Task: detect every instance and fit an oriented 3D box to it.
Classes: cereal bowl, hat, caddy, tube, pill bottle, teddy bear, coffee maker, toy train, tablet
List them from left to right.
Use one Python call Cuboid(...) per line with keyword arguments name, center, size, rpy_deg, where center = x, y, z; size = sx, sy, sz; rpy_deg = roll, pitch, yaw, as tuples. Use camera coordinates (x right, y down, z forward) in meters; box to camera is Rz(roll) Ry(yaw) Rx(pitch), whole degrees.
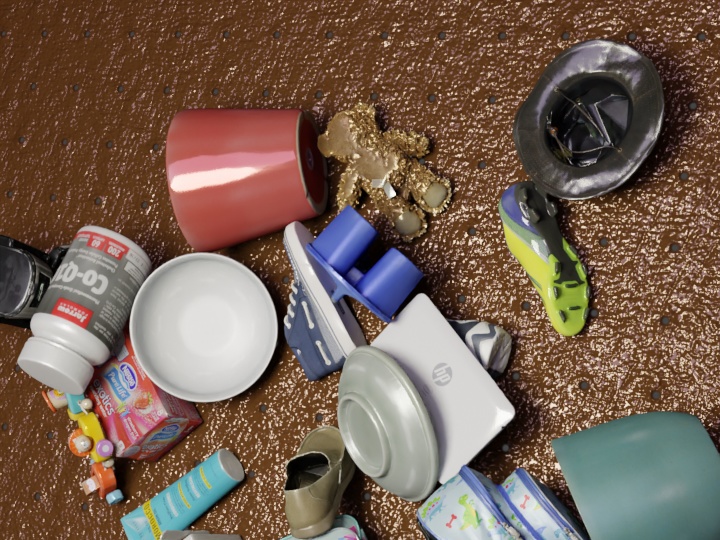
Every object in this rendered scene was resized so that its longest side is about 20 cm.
Cuboid(name="coffee maker", center=(-0.487, 0.032, 1.737), size=(0.190, 0.200, 0.137), rpy_deg=(-12, 72, 22))
Cuboid(name="toy train", center=(-0.388, 0.226, 1.664), size=(0.055, 0.150, 0.202), rpy_deg=(-22, 75, -22))
Cuboid(name="pill bottle", center=(-0.367, 0.053, 1.607), size=(0.112, 0.114, 0.202), rpy_deg=(10, 63, 26))
Cuboid(name="tube", center=(-0.245, 0.319, 1.647), size=(0.199, 0.050, 0.078), rpy_deg=(-40, 57, 18))
Cuboid(name="cereal bowl", center=(-0.210, 0.077, 1.643), size=(0.197, 0.083, 0.203), rpy_deg=(0, 89, -4))
Cuboid(name="caddy", center=(0.000, 0.000, 1.521), size=(0.141, 0.200, 0.105), rpy_deg=(43, 92, 1))
Cuboid(name="teddy bear", center=(0.034, -0.130, 1.616), size=(0.198, 0.067, 0.147), rpy_deg=(28, 100, 21))
Cuboid(name="tablet", center=(0.088, 0.141, 1.460), size=(0.130, 0.014, 0.201), rpy_deg=(-47, 61, 17))
Cuboid(name="hat", center=(0.291, -0.176, 1.490), size=(0.198, 0.081, 0.204), rpy_deg=(-8, 74, 30))

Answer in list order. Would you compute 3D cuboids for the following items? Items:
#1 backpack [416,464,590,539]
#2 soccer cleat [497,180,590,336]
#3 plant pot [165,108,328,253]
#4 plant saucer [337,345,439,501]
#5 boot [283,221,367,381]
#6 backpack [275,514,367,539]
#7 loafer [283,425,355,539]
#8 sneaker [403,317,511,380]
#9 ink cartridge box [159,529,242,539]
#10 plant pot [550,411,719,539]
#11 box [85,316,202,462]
Cuboid(name="backpack", center=(0.170, 0.307, 1.366), size=(0.200, 0.183, 0.147), rpy_deg=(44, 87, 14))
Cuboid(name="soccer cleat", center=(0.226, -0.012, 1.501), size=(0.084, 0.064, 0.203), rpy_deg=(-37, 70, 59))
Cuboid(name="plant pot", center=(-0.145, -0.134, 1.632), size=(0.175, 0.200, 0.204), rpy_deg=(-8, 74, 14))
Cuboid(name="plant saucer", center=(0.019, 0.194, 1.476), size=(0.050, 0.201, 0.201), rpy_deg=(-20, 61, -29))
Cuboid(name="boot", center=(-0.073, 0.043, 1.597), size=(0.090, 0.073, 0.202), rpy_deg=(-28, 82, 20))
Cuboid(name="backpack", center=(-0.048, 0.414, 1.461), size=(0.174, 0.153, 0.202), rpy_deg=(-18, 77, -10))
Cuboid(name="loafer", center=(-0.052, 0.247, 1.500), size=(0.075, 0.201, 0.068), rpy_deg=(-11, 115, 10))
Cuboid(name="sneaker", center=(0.096, 0.149, 1.508), size=(0.128, 0.079, 0.202), rpy_deg=(19, 94, 35))
Cuboid(name="ink cartridge box", center=(-0.201, 0.435, 1.549), size=(0.125, 0.128, 0.201), rpy_deg=(-36, 65, 13))
Cuboid(name="plant pot", center=(0.321, 0.248, 1.319), size=(0.159, 0.201, 0.203), rpy_deg=(-24, 68, 6))
Cuboid(name="box", center=(-0.318, 0.155, 1.687), size=(0.099, 0.095, 0.201), rpy_deg=(-39, 65, 13))
